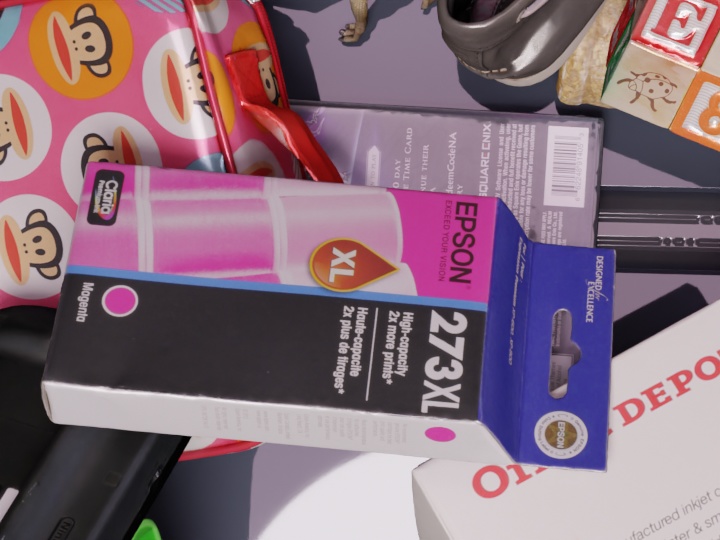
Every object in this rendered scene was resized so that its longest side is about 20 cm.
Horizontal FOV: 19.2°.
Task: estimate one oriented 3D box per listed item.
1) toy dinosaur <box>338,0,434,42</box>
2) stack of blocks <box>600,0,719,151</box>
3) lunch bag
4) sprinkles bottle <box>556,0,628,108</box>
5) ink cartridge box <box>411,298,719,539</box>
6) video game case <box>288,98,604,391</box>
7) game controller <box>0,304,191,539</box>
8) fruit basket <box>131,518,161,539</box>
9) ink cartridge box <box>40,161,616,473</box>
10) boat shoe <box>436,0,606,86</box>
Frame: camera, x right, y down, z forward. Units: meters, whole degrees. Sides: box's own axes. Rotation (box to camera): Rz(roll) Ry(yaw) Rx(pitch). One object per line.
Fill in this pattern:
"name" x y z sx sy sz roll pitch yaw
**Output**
"toy dinosaur" -0.018 -0.144 0.865 0.200 0.101 0.058 20 63 -25
"stack of blocks" 0.204 -0.085 0.791 0.200 0.059 0.115 22 123 -2
"lunch bag" -0.088 -0.022 0.850 0.176 0.082 0.200 -9 98 23
"sprinkles bottle" 0.183 -0.084 0.872 0.200 0.068 0.068 11 91 5
"ink cartridge box" 0.129 0.140 0.805 0.147 0.145 0.200 -27 71 -7
"video game case" 0.000 0.000 0.911 0.200 0.019 0.143 4 90 6
"game controller" -0.137 0.095 0.762 0.104 0.042 0.200 9 52 30
"fruit basket" -0.088 0.207 0.810 0.215 0.216 0.156 28 58 4
"ink cartridge box" -0.008 0.016 0.763 0.200 0.037 0.095 6 59 1
"boat shoe" 0.094 -0.163 0.818 0.067 0.057 0.200 31 92 27
